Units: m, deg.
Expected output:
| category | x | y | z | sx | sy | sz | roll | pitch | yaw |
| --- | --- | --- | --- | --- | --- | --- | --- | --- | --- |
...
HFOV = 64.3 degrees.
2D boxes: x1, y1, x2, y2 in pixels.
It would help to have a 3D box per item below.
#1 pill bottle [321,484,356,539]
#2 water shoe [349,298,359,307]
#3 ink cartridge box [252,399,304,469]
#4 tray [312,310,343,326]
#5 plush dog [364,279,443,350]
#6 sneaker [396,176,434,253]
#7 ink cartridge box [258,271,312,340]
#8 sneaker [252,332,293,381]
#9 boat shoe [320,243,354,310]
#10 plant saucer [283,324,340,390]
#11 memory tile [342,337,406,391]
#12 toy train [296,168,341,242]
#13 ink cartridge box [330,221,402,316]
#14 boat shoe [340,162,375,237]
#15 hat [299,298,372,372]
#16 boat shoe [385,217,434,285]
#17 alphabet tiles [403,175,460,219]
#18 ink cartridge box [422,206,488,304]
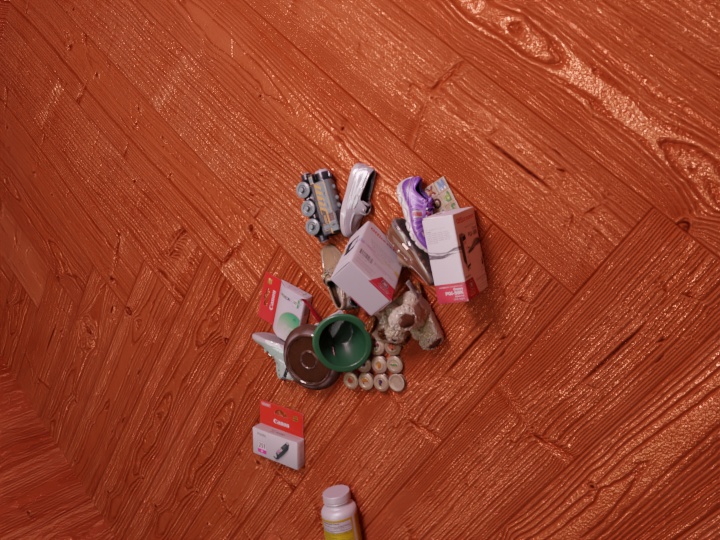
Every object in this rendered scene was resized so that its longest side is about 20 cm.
| category | x | y | z | sx | sy | sz | roll | pitch | yaw |
| --- | --- | --- | --- | --- | --- | --- | --- | --- | --- |
| pill bottle | -0.058 | 0.764 | 1.728 | 0.110 | 0.112 | 0.205 | -6 | 95 | 34 |
| water shoe | 0.000 | 0.000 | 1.567 | 0.070 | 0.078 | 0.205 | -1 | 98 | 33 |
| ink cartridge box | -0.270 | 0.534 | 1.873 | 0.196 | 0.043 | 0.178 | 8 | 105 | 33 |
| tray | -0.100 | 0.201 | 1.692 | 0.198 | 0.022 | 0.109 | -30 | 89 | 27 |
| plush dog | 0.098 | 0.129 | 1.490 | 0.170 | 0.199 | 0.163 | -30 | 49 | 24 |
| sneaker | 0.155 | -0.139 | 1.432 | 0.082 | 0.080 | 0.204 | -22 | 85 | 29 |
| ink cartridge box | -0.249 | 0.116 | 1.780 | 0.197 | 0.050 | 0.164 | 24 | 111 | 26 |
| sneaker | -0.272 | 0.274 | 1.804 | 0.197 | 0.073 | 0.121 | 21 | 104 | 27 |
| boat shoe | -0.073 | 0.018 | 1.622 | 0.072 | 0.064 | 0.204 | -30 | 73 | 36 |
| plant saucer | -0.148 | 0.262 | 1.694 | 0.196 | 0.032 | 0.205 | 4 | 102 | 20 |
| memory tile | 0.031 | 0.264 | 1.618 | 0.196 | 0.017 | 0.157 | -3 | 98 | 27 |
| toy train | -0.106 | -0.184 | 1.611 | 0.112 | 0.085 | 0.205 | -16 | 88 | 23 |
| ink cartridge box | 0.025 | -0.008 | 1.454 | 0.145 | 0.201 | 0.083 | 42 | 124 | -13 |
| boat shoe | -0.001 | -0.184 | 1.548 | 0.068 | 0.072 | 0.204 | 20 | 101 | 29 |
| hat | -0.060 | 0.162 | 1.639 | 0.163 | 0.177 | 0.203 | -26 | 109 | 5 |
| boat shoe | 0.132 | -0.041 | 1.471 | 0.072 | 0.075 | 0.202 | -46 | 64 | 35 |
| alphabet tiles | 0.174 | -0.117 | 1.471 | 0.198 | 0.007 | 0.170 | -32 | 81 | 34 |
| ink cartridge box | 0.227 | -0.039 | 1.358 | 0.081 | 0.146 | 0.205 | -8 | 99 | 33 |
